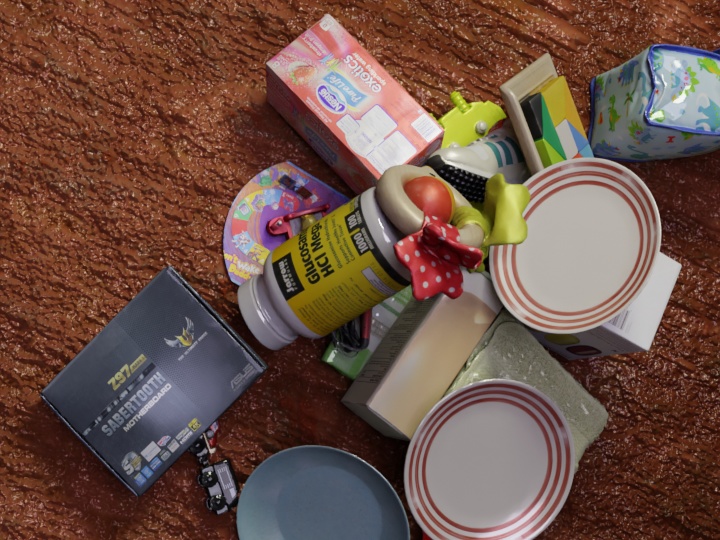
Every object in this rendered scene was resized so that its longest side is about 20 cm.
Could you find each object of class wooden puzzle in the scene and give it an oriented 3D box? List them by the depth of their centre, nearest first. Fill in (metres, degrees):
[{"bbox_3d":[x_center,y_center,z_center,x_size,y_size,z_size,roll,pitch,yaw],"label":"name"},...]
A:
[{"bbox_3d":[0.232,-0.152,1.667,0.037,0.200,0.187,-17,102,26],"label":"wooden puzzle"}]

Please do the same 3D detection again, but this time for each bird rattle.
[{"bbox_3d":[0.080,-0.046,1.501,0.163,0.113,0.199,43,37,19],"label":"bird rattle"}]

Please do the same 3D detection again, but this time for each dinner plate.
[{"bbox_3d":[0.233,-0.026,1.536,0.024,0.199,0.202,30,72,-53],"label":"dinner plate"},{"bbox_3d":[0.141,0.216,1.563,0.198,0.024,0.203,-3,101,-16],"label":"dinner plate"}]

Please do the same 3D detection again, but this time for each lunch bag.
[{"bbox_3d":[0.402,-0.197,1.734,0.198,0.170,0.129,9,81,-15],"label":"lunch bag"}]

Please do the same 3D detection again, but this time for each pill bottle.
[{"bbox_3d":[-0.033,0.004,1.554,0.199,0.112,0.113,-32,94,19],"label":"pill bottle"}]

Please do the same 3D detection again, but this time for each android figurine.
[{"bbox_3d":[0.152,-0.121,1.718,0.181,0.041,0.201,-37,96,-17],"label":"android figurine"}]

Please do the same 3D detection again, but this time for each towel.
[{"bbox_3d":[0.191,0.159,1.625,0.200,0.036,0.149,44,66,-19],"label":"towel"},{"bbox_3d":[0.058,0.058,1.672,0.149,0.031,0.201,34,78,-13],"label":"towel"}]

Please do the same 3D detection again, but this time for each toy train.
[{"bbox_3d":[-0.179,0.174,1.585,0.045,0.034,0.202,-20,90,-20],"label":"toy train"}]

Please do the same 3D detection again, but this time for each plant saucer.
[{"bbox_3d":[-0.039,0.280,1.577,0.199,0.039,0.203,4,109,12],"label":"plant saucer"}]

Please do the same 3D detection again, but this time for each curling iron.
[{"bbox_3d":[0.000,0.000,1.630,0.049,0.026,0.202,15,76,-18],"label":"curling iron"}]

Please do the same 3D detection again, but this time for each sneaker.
[{"bbox_3d":[0.147,-0.132,1.644,0.198,0.070,0.095,9,69,-41],"label":"sneaker"}]

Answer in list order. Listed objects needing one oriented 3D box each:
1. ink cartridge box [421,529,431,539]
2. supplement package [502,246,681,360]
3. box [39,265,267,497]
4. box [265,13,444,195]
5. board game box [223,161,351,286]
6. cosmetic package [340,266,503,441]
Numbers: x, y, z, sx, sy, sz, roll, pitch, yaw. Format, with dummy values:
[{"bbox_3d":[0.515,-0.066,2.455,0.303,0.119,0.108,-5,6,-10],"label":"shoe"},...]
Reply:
[{"bbox_3d":[0.137,0.245,1.643,0.115,0.067,0.203,8,81,-29],"label":"ink cartridge box"},{"bbox_3d":[0.262,0.028,1.648,0.113,0.200,0.110,28,76,-12],"label":"supplement package"},{"bbox_3d":[-0.223,0.120,1.538,0.200,0.051,0.158,-44,88,-3],"label":"box"},{"bbox_3d":[-0.009,-0.176,1.616,0.102,0.095,0.200,-40,76,-16],"label":"box"},{"bbox_3d":[-0.060,-0.029,1.641,0.199,0.039,0.159,31,76,-11],"label":"board game box"},{"bbox_3d":[0.072,0.090,1.606,0.071,0.105,0.201,38,78,-13],"label":"cosmetic package"}]
